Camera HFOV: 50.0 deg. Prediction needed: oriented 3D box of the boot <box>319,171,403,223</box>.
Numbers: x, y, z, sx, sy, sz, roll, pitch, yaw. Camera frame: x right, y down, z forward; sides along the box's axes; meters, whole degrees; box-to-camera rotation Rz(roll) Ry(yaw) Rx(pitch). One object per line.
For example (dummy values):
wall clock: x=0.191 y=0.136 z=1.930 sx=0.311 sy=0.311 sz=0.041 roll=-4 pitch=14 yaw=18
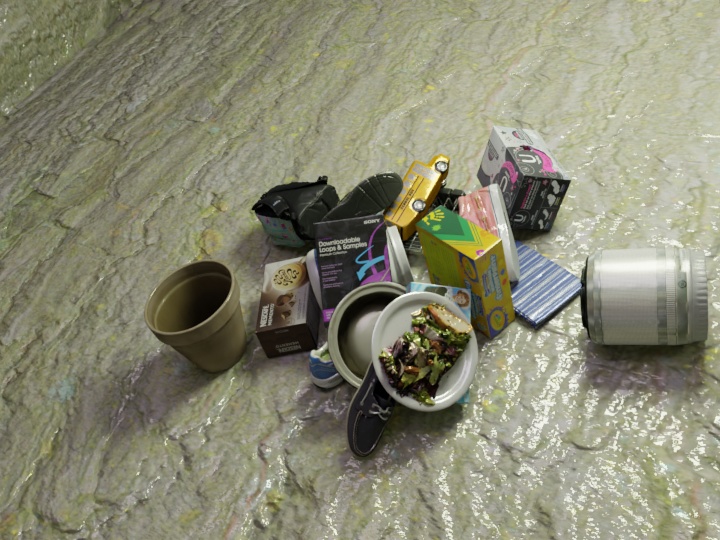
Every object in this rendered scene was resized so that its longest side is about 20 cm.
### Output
boot: x=-0.003 y=-0.140 z=1.647 sx=0.202 sy=0.074 sz=0.154 roll=-37 pitch=5 yaw=1

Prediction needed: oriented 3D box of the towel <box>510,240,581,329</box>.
towel: x=0.322 y=0.023 z=1.508 sx=0.144 sy=0.024 sz=0.199 roll=-35 pitch=44 yaw=-17

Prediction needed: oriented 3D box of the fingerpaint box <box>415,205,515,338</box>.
fingerpaint box: x=0.199 y=0.002 z=1.444 sx=0.073 sy=0.202 sz=0.166 roll=-35 pitch=42 yaw=-18

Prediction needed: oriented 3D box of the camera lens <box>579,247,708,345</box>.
camera lens: x=0.477 y=0.044 z=1.304 sx=0.196 sy=0.162 sz=0.162 roll=-2 pitch=45 yaw=22

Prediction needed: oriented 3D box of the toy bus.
toy bus: x=0.120 y=-0.162 z=1.651 sx=0.077 sy=0.065 sz=0.202 roll=25 pitch=68 yaw=16

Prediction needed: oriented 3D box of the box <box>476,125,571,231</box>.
box: x=0.336 y=-0.196 z=1.617 sx=0.112 sy=0.134 sz=0.202 roll=2 pitch=38 yaw=-16

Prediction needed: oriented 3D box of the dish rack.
dish rack: x=0.141 y=-0.108 z=1.701 sx=0.151 sy=0.055 sz=0.202 roll=9 pitch=52 yaw=33

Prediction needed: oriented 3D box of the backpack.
backpack: x=-0.157 y=-0.130 z=1.788 sx=0.197 sy=0.128 sz=0.167 roll=4 pitch=36 yaw=42

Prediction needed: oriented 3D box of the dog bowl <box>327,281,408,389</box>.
dog bowl: x=0.035 y=0.126 z=1.414 sx=0.195 sy=0.074 sz=0.205 roll=1 pitch=82 yaw=-4

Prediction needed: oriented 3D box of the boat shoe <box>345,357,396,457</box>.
boat shoe: x=0.027 y=0.225 z=1.328 sx=0.063 sy=0.071 sz=0.204 roll=171 pitch=119 yaw=-75

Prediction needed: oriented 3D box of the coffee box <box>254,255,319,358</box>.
coffee box: x=-0.147 y=0.073 z=1.616 sx=0.111 sy=0.081 sz=0.202 roll=-10 pitch=42 yaw=12

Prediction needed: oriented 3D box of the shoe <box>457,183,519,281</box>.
shoe: x=0.252 y=-0.066 z=1.527 sx=0.089 sy=0.071 sz=0.204 roll=-17 pitch=71 yaw=20

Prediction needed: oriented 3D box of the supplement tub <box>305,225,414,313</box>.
supplement tub: x=0.000 y=0.000 z=1.578 sx=0.196 sy=0.147 sz=0.146 roll=-19 pitch=41 yaw=3

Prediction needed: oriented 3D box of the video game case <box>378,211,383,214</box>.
video game case: x=0.007 y=-0.118 z=1.745 sx=0.200 sy=0.023 sz=0.181 roll=-46 pitch=32 yaw=-14

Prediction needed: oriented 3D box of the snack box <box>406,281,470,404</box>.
snack box: x=0.135 y=0.128 z=1.360 sx=0.113 sy=0.037 sz=0.205 roll=6 pitch=74 yaw=-11

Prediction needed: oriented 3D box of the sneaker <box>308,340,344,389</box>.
sneaker: x=-0.012 y=0.147 z=1.480 sx=0.198 sy=0.078 sz=0.076 roll=-34 pitch=40 yaw=-16

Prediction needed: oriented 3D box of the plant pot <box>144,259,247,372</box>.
plant pot: x=-0.316 y=0.110 z=1.581 sx=0.196 sy=0.175 sz=0.202 roll=-13 pitch=41 yaw=11

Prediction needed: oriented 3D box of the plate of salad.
plate of salad: x=0.114 y=0.134 z=1.303 sx=0.200 sy=0.201 sz=0.048 roll=-42 pitch=3 yaw=-22

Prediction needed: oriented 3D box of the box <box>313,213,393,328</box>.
box: x=-0.011 y=0.000 z=1.488 sx=0.140 sy=0.036 sz=0.205 roll=-8 pitch=84 yaw=4
